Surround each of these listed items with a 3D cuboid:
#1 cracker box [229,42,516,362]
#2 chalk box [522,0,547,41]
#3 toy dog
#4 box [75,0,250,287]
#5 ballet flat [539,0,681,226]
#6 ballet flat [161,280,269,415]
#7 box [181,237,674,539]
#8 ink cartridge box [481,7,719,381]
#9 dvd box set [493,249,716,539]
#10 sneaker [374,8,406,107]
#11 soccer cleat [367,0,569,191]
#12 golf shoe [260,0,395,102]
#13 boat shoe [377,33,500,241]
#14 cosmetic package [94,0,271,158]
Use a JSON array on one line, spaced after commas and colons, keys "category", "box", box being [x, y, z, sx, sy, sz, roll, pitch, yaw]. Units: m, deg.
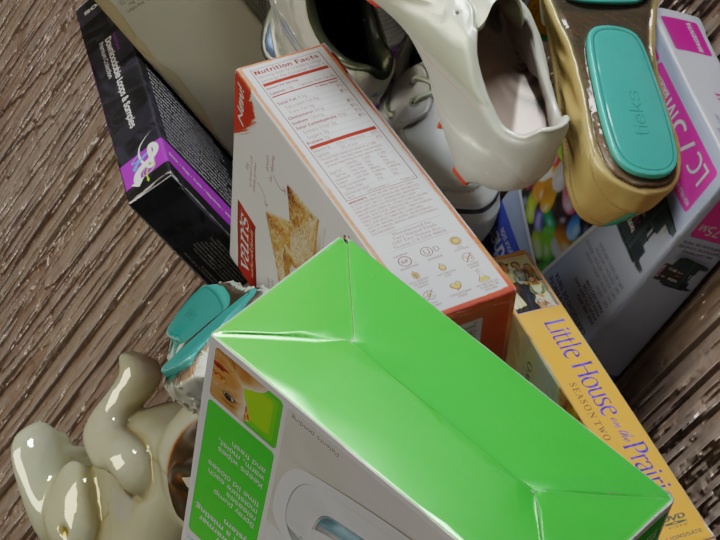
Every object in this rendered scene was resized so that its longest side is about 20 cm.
[{"category": "cracker box", "box": [0.000, 0.000, 1.167, 0.200, 0.057, 0.135, 54, 153, 38]}, {"category": "chalk box", "box": [0.061, -0.233, 1.254, 0.125, 0.123, 0.200, -61, 36, 25]}, {"category": "toy dog", "box": [-0.106, 0.136, 1.399, 0.200, 0.139, 0.196, -32, 56, 48]}, {"category": "box", "box": [-0.099, -0.064, 1.346, 0.036, 0.143, 0.201, -33, 40, 12]}, {"category": "ballet flat", "box": [0.111, -0.114, 1.130, 0.063, 0.068, 0.202, 129, 143, -57]}, {"category": "ballet flat", "box": [-0.058, 0.044, 1.155, 0.200, 0.071, 0.072, -124, 48, -82]}, {"category": "box", "box": [0.023, 0.118, 1.056, 0.200, 0.096, 0.177, 39, 142, 21]}, {"category": "ink cartridge box", "box": [0.123, -0.020, 1.173, 0.200, 0.042, 0.120, -55, 39, 36]}, {"category": "dvd box set", "box": [0.101, 0.109, 1.117, 0.147, 0.029, 0.201, 98, 153, -42]}, {"category": "sneaker", "box": [0.012, -0.186, 1.389, 0.100, 0.074, 0.202, 144, 131, -72]}, {"category": "soccer cleat", "box": [0.041, -0.134, 1.113, 0.201, 0.069, 0.078, 61, 149, 8]}, {"category": "golf shoe", "box": [-0.032, -0.180, 1.249, 0.201, 0.078, 0.097, 64, 155, -6]}, {"category": "boat shoe", "box": [0.038, -0.084, 1.248, 0.200, 0.073, 0.067, -103, 23, -61]}, {"category": "cosmetic package", "box": [-0.080, -0.145, 1.356, 0.073, 0.200, 0.104, -30, 33, 16]}]
